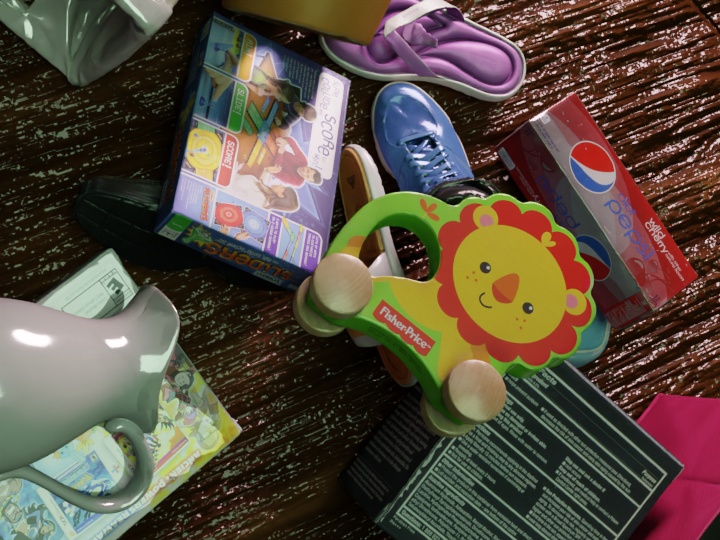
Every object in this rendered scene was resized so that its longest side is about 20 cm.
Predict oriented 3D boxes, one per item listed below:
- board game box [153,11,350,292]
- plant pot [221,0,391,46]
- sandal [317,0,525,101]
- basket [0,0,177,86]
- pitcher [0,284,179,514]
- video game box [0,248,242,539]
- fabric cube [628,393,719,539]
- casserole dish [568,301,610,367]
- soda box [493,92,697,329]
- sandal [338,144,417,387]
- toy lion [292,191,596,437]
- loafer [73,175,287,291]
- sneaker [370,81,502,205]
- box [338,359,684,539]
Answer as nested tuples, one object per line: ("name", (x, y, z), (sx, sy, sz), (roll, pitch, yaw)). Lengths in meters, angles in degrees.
("board game box", (-0.081, -0.094, 1.091), (0.134, 0.034, 0.202), (24, 53, -23))
("plant pot", (-0.031, -0.284, 1.093), (0.198, 0.200, 0.185), (12, 98, -24))
("sandal", (0.061, -0.202, 1.197), (0.201, 0.050, 0.083), (9, 83, -23))
("basket", (-0.204, -0.269, 0.997), (0.198, 0.200, 0.161), (43, 70, -17))
("pitcher", (-0.234, 0.102, 0.975), (0.198, 0.121, 0.174), (-6, 103, -35))
("video game box", (-0.220, 0.115, 1.059), (0.200, 0.047, 0.183), (-38, 101, -21))
("fabric cube", (0.322, 0.249, 1.223), (0.200, 0.199, 0.197), (-46, 107, -19))
("casserole dish", (0.154, 0.026, 1.241), (0.198, 0.039, 0.123), (7, 85, -24))
("soda box", (0.209, -0.052, 1.225), (0.070, 0.063, 0.201), (-31, 87, -33))
("sandal", (-0.003, 0.001, 1.152), (0.059, 0.079, 0.209), (-13, 85, -23))
("toy lion", (0.077, 0.013, 1.049), (0.199, 0.069, 0.192), (38, 64, -2))
("loafer", (-0.134, -0.041, 1.100), (0.198, 0.073, 0.073), (18, 46, -29))
("sneaker", (0.069, -0.075, 1.146), (0.076, 0.111, 0.202), (-19, 84, -8))
("box", (0.126, 0.171, 1.159), (0.200, 0.123, 0.199), (41, 87, -19))
